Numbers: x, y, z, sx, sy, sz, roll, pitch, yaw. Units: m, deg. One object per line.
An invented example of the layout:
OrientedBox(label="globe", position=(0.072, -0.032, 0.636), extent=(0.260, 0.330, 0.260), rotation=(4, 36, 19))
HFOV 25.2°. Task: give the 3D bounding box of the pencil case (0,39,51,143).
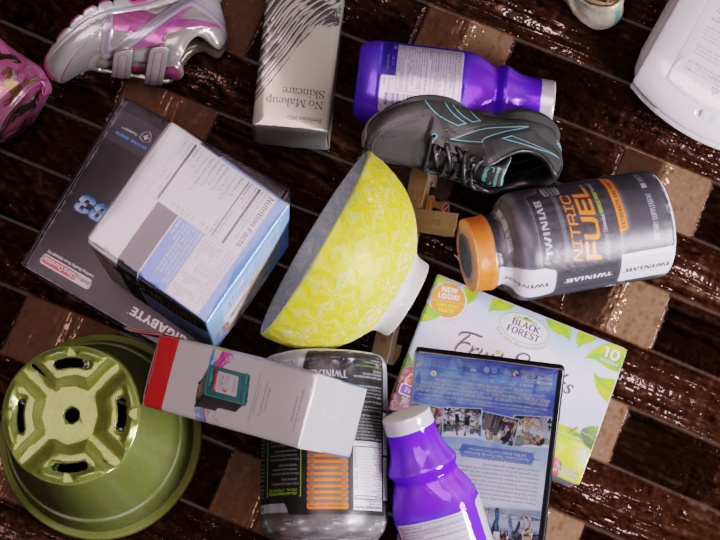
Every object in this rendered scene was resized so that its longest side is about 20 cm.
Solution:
OrientedBox(label="pencil case", position=(-0.400, -0.215, 1.608), extent=(0.200, 0.087, 0.083), rotation=(41, 48, 6))

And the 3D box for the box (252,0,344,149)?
OrientedBox(label="box", position=(-0.060, -0.228, 1.621), extent=(0.081, 0.068, 0.202), rotation=(4, 78, 0))

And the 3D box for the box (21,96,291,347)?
OrientedBox(label="box", position=(-0.199, -0.038, 1.593), extent=(0.199, 0.050, 0.200), rotation=(30, 79, 5))

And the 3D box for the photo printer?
OrientedBox(label="photo printer", position=(0.378, -0.223, 1.628), extent=(0.165, 0.069, 0.201), rotation=(29, 80, 4))

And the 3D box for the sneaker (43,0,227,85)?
OrientedBox(label="sneaker", position=(-0.217, -0.226, 1.609), extent=(0.199, 0.081, 0.089), rotation=(-24, 82, -10))

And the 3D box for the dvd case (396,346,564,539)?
OrientedBox(label="dvd case", position=(0.112, 0.179, 1.523), extent=(0.141, 0.018, 0.202), rotation=(7, 101, 6))

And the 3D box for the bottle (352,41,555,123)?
OrientedBox(label="bottle", position=(0.093, -0.178, 1.608), extent=(0.198, 0.065, 0.084), rotation=(6, 80, 0))

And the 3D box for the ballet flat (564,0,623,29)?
OrientedBox(label="ballet flat", position=(0.202, -0.334, 1.650), extent=(0.067, 0.062, 0.200), rotation=(-42, 82, -9))

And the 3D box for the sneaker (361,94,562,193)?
OrientedBox(label="sneaker", position=(0.100, -0.118, 1.541), extent=(0.198, 0.076, 0.080), rotation=(0, 42, -8))

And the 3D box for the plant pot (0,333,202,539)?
OrientedBox(label="plant pot", position=(-0.253, 0.142, 1.483), extent=(0.198, 0.190, 0.202), rotation=(0, 78, 0))

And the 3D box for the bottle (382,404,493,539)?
OrientedBox(label="bottle", position=(0.072, 0.226, 1.494), extent=(0.083, 0.065, 0.202), rotation=(-16, 98, 18))

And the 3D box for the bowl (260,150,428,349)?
OrientedBox(label="bowl", position=(0.000, 0.000, 1.521), extent=(0.107, 0.200, 0.201), rotation=(30, 80, -6))

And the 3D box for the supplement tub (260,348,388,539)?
OrientedBox(label="supplement tub", position=(-0.034, 0.180, 1.513), extent=(0.121, 0.123, 0.202), rotation=(1, 79, -1))

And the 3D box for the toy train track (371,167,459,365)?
OrientedBox(label="toy train track", position=(0.048, -0.006, 1.591), extent=(0.114, 0.032, 0.202), rotation=(9, 84, 40))

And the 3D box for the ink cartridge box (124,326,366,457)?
OrientedBox(label="ink cartridge box", position=(-0.109, 0.107, 1.428), extent=(0.198, 0.116, 0.068), rotation=(12, 85, 25))

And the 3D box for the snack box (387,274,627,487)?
OrientedBox(label="snack box", position=(0.141, 0.108, 1.566), extent=(0.198, 0.053, 0.143), rotation=(21, 78, 3))

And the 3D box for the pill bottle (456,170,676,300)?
OrientedBox(label="pill bottle", position=(0.195, -0.030, 1.556), extent=(0.198, 0.106, 0.107), rotation=(-10, 79, -11))

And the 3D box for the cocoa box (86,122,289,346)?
OrientedBox(label="cocoa box", position=(-0.150, -0.025, 1.465), extent=(0.131, 0.200, 0.134), rotation=(34, 80, 3))
